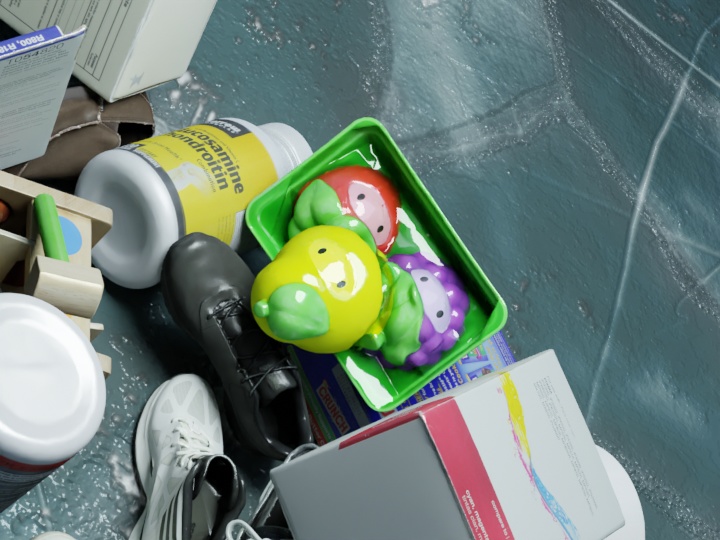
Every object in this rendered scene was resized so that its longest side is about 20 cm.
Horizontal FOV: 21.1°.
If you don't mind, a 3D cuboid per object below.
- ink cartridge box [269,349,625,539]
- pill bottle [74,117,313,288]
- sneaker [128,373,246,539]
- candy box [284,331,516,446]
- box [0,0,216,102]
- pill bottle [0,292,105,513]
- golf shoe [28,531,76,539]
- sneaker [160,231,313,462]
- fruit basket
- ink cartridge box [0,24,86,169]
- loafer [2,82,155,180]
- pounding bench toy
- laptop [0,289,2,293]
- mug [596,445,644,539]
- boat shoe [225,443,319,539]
[{"bbox_3d":[0.066,0.162,1.368,0.199,0.145,0.146,-19,85,-55],"label":"ink cartridge box"},{"bbox_3d":[-0.128,-0.062,1.574,0.199,0.112,0.113,-22,77,-48],"label":"pill bottle"},{"bbox_3d":[-0.115,0.146,1.431,0.075,0.115,0.202,24,47,-24],"label":"sneaker"},{"bbox_3d":[0.046,0.103,1.637,0.199,0.077,0.170,-10,69,-46],"label":"candy box"},{"bbox_3d":[-0.222,-0.251,1.567,0.199,0.128,0.109,37,30,15],"label":"box"},{"bbox_3d":[-0.262,0.107,1.261,0.115,0.200,0.117,23,48,-30],"label":"pill bottle"},{"bbox_3d":[-0.184,0.259,1.303,0.078,0.097,0.201,9,54,-35],"label":"golf shoe"},{"bbox_3d":[-0.085,0.060,1.488,0.076,0.091,0.201,-33,110,-14],"label":"sneaker"},{"bbox_3d":[0.000,0.000,1.493,0.216,0.155,0.216,52,8,-11],"label":"fruit basket"},{"bbox_3d":[-0.300,-0.109,1.347,0.198,0.200,0.041,-21,76,-26],"label":"ink cartridge box"},{"bbox_3d":[-0.225,-0.106,1.548,0.071,0.073,0.200,50,41,1],"label":"loafer"},{"bbox_3d":[-0.239,0.001,1.363,0.124,0.200,0.157,19,50,-30],"label":"pounding bench toy"},{"bbox_3d":[-0.367,0.013,1.261,0.177,0.199,0.104,-16,87,-47],"label":"laptop"},{"bbox_3d":[0.132,0.231,1.560,0.152,0.149,0.188,2,61,-44],"label":"mug"},{"bbox_3d":[-0.061,0.206,1.359,0.073,0.068,0.200,11,44,21],"label":"boat shoe"}]
